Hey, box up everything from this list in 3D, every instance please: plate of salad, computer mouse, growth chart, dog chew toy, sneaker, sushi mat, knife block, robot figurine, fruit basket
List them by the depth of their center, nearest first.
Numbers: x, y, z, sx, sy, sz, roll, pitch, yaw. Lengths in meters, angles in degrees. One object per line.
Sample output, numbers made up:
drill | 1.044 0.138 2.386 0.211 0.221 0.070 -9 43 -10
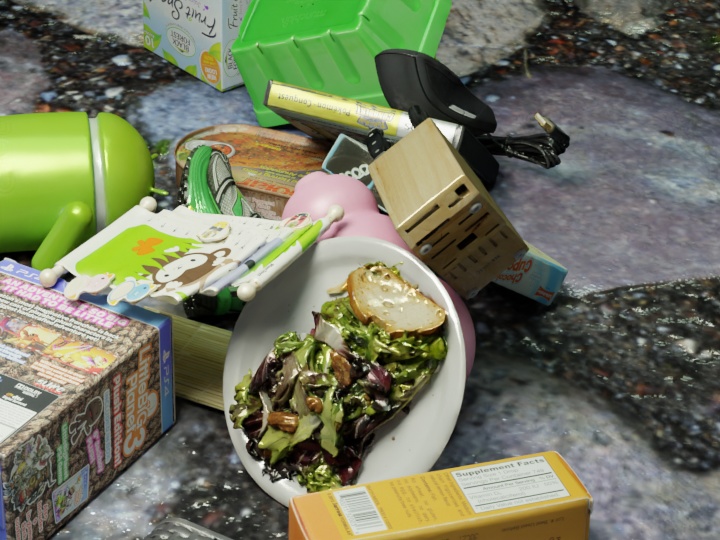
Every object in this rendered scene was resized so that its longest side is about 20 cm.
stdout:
plate of salad | -0.019 0.073 1.300 0.199 0.202 0.048 22 1 30
growth chart | -0.127 -0.013 1.355 0.198 0.018 0.145 5 33 30
knife block | 0.045 -0.072 1.382 0.064 0.200 0.176 -39 65 6
dog chew toy | 0.004 0.015 1.393 0.124 0.125 0.201 -17 70 -29
sushi mat | -0.107 0.078 1.442 0.198 0.012 0.096 15 32 20
sneaker | -0.114 -0.031 1.572 0.084 0.079 0.201 3 42 -15
robot figurine | -0.268 -0.077 1.587 0.198 0.117 0.176 -4 33 -11
computer mouse | 0.101 -0.134 1.658 0.139 0.200 0.046 8 72 36
fruit basket | 0.002 -0.204 1.804 0.213 0.216 0.157 11 60 15

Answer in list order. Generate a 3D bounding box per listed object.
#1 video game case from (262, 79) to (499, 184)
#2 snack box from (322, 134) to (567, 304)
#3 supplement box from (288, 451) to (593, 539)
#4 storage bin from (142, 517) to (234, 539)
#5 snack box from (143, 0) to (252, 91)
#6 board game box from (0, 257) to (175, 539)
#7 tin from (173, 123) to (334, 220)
video game case | 0.023 -0.121 1.653 0.179 0.026 0.200 14 -3 14
snack box | 0.070 -0.044 1.555 0.200 0.037 0.116 36 9 39
supplement box | 0.053 0.178 1.237 0.198 0.067 0.069 -6 29 -15
storage bin | -0.061 0.245 1.051 0.198 0.137 0.094 19 35 25
snack box | -0.165 -0.303 1.882 0.053 0.202 0.142 -21 38 -34
board game box | -0.253 0.096 1.322 0.158 0.098 0.200 18 35 24
tin | -0.077 -0.085 1.689 0.198 0.042 0.112 14 29 17
